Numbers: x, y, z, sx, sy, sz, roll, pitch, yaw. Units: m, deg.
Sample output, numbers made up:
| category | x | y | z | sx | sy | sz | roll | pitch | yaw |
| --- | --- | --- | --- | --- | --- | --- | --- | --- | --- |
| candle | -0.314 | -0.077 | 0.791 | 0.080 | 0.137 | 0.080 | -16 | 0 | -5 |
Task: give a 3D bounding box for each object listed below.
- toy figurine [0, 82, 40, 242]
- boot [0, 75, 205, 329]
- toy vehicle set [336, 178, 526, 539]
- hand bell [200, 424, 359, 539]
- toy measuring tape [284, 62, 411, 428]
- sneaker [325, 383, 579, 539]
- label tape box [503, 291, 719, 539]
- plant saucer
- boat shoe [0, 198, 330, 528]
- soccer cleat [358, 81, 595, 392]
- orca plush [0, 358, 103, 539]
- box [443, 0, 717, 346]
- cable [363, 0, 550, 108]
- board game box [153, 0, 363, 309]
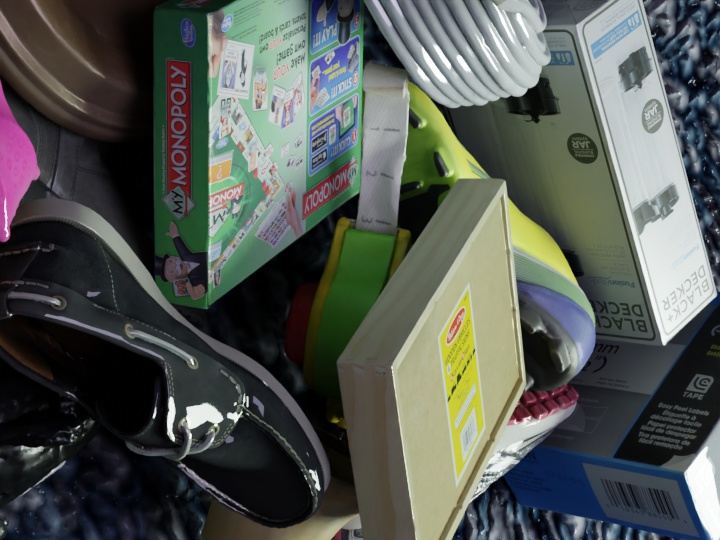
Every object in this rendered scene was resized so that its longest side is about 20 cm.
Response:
| category | x | y | z | sx | sy | sz | roll | pitch | yaw |
| --- | --- | --- | --- | --- | --- | --- | --- | --- | --- |
| toy figurine | -0.198 | -0.021 | 0.770 | 0.150 | 0.184 | 0.201 | -27 | 114 | -42 |
| boot | -0.124 | -0.062 | 0.938 | 0.200 | 0.068 | 0.131 | 38 | 61 | -44 |
| toy vehicle set | 0.040 | 0.051 | 1.005 | 0.200 | 0.026 | 0.125 | -55 | 142 | -57 |
| hand bell | -0.067 | 0.175 | 1.010 | 0.104 | 0.104 | 0.200 | 18 | 98 | -47 |
| toy measuring tape | 0.000 | 0.000 | 1.011 | 0.073 | 0.073 | 0.201 | -28 | 135 | -42 |
| sneaker | 0.043 | 0.097 | 1.134 | 0.200 | 0.081 | 0.075 | -25 | 141 | -43 |
| label tape box | 0.189 | 0.062 | 1.226 | 0.200 | 0.143 | 0.066 | -52 | 129 | -30 |
| plant saucer | -0.117 | -0.158 | 0.917 | 0.200 | 0.029 | 0.201 | 23 | 61 | -51 |
| boat shoe | -0.090 | 0.057 | 0.892 | 0.200 | 0.072 | 0.068 | 45 | 31 | -29 |
| soccer cleat | 0.062 | -0.024 | 1.127 | 0.200 | 0.065 | 0.084 | 55 | 33 | -11 |
| orca plush | -0.144 | 0.079 | 0.921 | 0.200 | 0.071 | 0.106 | -2 | 96 | -48 |
| box | 0.120 | -0.060 | 1.160 | 0.060 | 0.116 | 0.200 | -39 | 122 | -38 |
| cable | 0.032 | -0.174 | 1.016 | 0.200 | 0.069 | 0.200 | 45 | 22 | -62 |
| board game box | -0.044 | -0.077 | 0.976 | 0.200 | 0.029 | 0.135 | -41 | 136 | -64 |
